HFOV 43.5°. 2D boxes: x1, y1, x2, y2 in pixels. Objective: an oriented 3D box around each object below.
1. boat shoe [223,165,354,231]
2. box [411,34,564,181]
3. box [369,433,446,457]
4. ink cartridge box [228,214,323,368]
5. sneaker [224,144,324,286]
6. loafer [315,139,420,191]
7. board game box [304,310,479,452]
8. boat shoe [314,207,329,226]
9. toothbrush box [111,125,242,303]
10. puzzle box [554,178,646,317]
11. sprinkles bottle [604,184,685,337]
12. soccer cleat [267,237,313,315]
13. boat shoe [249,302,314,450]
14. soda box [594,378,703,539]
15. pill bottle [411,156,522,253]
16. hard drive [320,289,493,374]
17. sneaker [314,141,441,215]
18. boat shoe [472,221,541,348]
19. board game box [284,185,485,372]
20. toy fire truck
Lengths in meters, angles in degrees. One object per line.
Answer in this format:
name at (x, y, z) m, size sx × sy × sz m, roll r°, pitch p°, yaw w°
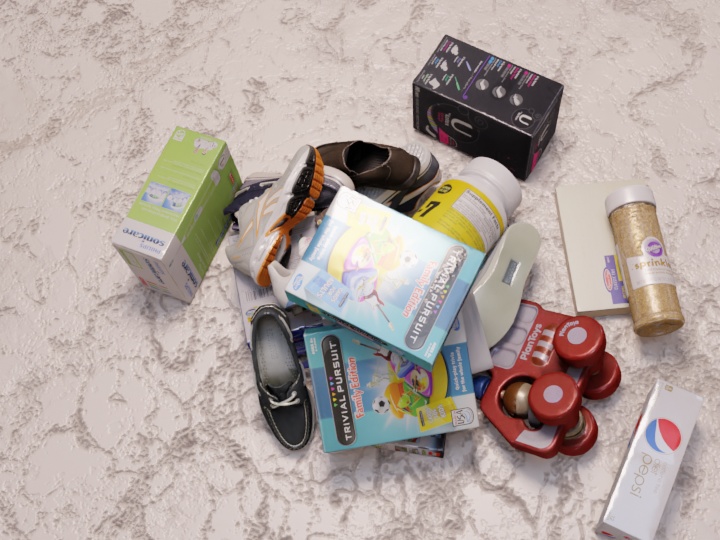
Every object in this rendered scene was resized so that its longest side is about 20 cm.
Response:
boat shoe at (-0.106, -0.094, 1.296) m, size 0.198 × 0.075 × 0.093 m, roll -1°, pitch 42°, yaw 38°
box at (0.186, -0.242, 1.344) m, size 0.199 × 0.123 × 0.107 m, roll 28°, pitch 70°, yaw 17°
box at (0.073, 0.144, 1.222) m, size 0.109 × 0.035 × 0.202 m, roll 7°, pitch 66°, yaw 9°
ink cartridge box at (-0.102, 0.038, 1.266) m, size 0.135 × 0.077 × 0.202 m, roll -14°, pitch 63°, yaw -1°
sneaker at (-0.124, -0.086, 1.229) m, size 0.091 × 0.076 × 0.202 m, roll 24°, pitch 85°, yaw 25°
loafer at (-0.009, -0.160, 1.284) m, size 0.198 × 0.071 × 0.074 m, roll 4°, pitch 69°, yaw 37°
board game box at (0.039, 0.135, 1.137) m, size 0.198 × 0.047 × 0.153 m, roll -10°, pitch 95°, yaw 0°
boat shoe at (0.000, 0.000, 1.236) m, size 0.059 × 0.072 × 0.202 m, roll -28°, pitch 78°, yaw 11°
toothbrush box at (-0.254, -0.079, 1.297) m, size 0.085 × 0.146 × 0.202 m, roll 17°, pitch 68°, yaw 14°
puzzle box at (0.355, -0.033, 1.283) m, size 0.131 × 0.025 × 0.202 m, roll -5°, pitch 65°, yaw 3°
sprinkles bottle at (0.383, -0.014, 1.220) m, size 0.067 × 0.068 × 0.202 m, roll -7°, pitch 65°, yaw 2°
soccer cleat at (-0.030, -0.017, 1.168) m, size 0.199 × 0.070 × 0.087 m, roll -27°, pitch 93°, yaw 10°
boat shoe at (-0.107, 0.144, 1.180) m, size 0.075 × 0.060 × 0.202 m, roll -17°, pitch 96°, yaw -1°
soda box at (0.362, 0.243, 1.129) m, size 0.063 × 0.068 × 0.201 m, roll 22°, pitch 69°, yaw 15°
pill bottle at (0.133, -0.059, 1.264) m, size 0.114 × 0.115 × 0.200 m, roll 35°, pitch 66°, yaw 19°
hard drive at (0.061, 0.091, 1.177) m, size 0.198 × 0.026 × 0.133 m, roll -16°, pitch 95°, yaw 2°
sneaker at (0.030, -0.109, 1.328) m, size 0.199 × 0.079 × 0.079 m, roll -26°, pitch 55°, yaw 21°
boat shoe at (0.188, 0.029, 1.246) m, size 0.070 × 0.072 × 0.202 m, roll 28°, pitch 74°, yaw 2°
board game box at (0.030, 0.008, 1.095) m, size 0.198 × 0.047 × 0.152 m, roll 25°, pitch 76°, yaw 10°
toy fire truck at (0.234, 0.140, 1.181) m, size 0.167 × 0.112 × 0.201 m, roll 13°, pitch 64°, yaw 38°
